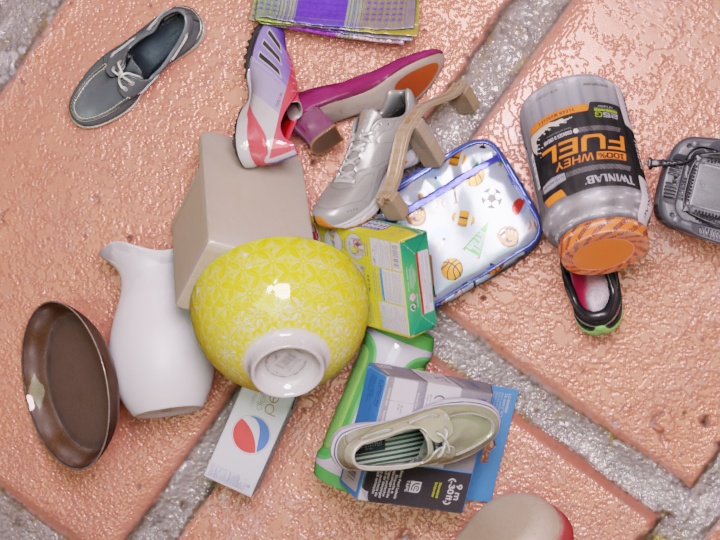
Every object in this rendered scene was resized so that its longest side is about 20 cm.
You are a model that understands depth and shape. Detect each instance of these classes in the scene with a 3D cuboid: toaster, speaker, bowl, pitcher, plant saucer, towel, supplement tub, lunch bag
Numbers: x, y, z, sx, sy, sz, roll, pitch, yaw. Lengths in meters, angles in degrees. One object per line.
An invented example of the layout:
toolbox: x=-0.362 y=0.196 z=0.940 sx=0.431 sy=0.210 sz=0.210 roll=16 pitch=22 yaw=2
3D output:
toaster: x=0.406 y=-0.083 z=1.632 sx=0.199 sy=0.129 sz=0.114 roll=13 pitch=91 yaw=5
speaker: x=0.016 y=0.157 z=1.694 sx=0.088 sy=0.088 sz=0.200 roll=22 pitch=92 yaw=5
bowl: x=-0.082 y=0.072 z=1.572 sx=0.199 sy=0.108 sz=0.200 roll=-5 pitch=132 yaw=-6
pitcher: x=-0.212 y=0.065 z=1.711 sx=0.171 sy=0.121 sz=0.201 roll=-6 pitch=78 yaw=-9
plant saucer: x=-0.336 y=0.133 z=1.707 sx=0.200 sy=0.032 sz=0.201 roll=11 pitch=105 yaw=47
towel: x=-0.022 y=-0.340 z=1.706 sx=0.199 sy=0.023 sz=0.144 roll=8 pitch=72 yaw=5
supplement tub: x=0.249 y=-0.104 z=1.600 sx=0.122 sy=0.123 sz=0.200 roll=-12 pitch=61 yaw=6
lunch bag: x=0.100 y=-0.053 z=1.693 sx=0.200 sy=0.076 sz=0.161 roll=-30 pitch=85 yaw=4

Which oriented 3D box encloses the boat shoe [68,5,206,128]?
boat shoe: x=-0.273 y=-0.245 z=1.734 sx=0.200 sy=0.062 sz=0.073 roll=-38 pitch=87 yaw=5

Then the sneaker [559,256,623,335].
sneaker: x=0.259 y=-0.027 z=1.665 sx=0.077 sy=0.084 sz=0.201 roll=-17 pitch=79 yaw=6

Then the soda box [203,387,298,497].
soda box: x=-0.113 y=0.160 z=1.716 sx=0.064 sy=0.068 sz=0.200 roll=24 pitch=93 yaw=4

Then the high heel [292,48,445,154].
high heel: x=-0.001 y=-0.221 z=1.715 sx=0.200 sy=0.067 sz=0.096 roll=-31 pitch=53 yaw=-10

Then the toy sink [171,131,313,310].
toy sink: x=-0.138 y=-0.044 z=1.666 sx=0.130 sy=0.200 sz=0.112 roll=15 pitch=129 yaw=-23

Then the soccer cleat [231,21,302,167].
soccer cleat: x=-0.097 y=-0.207 z=1.684 sx=0.073 sy=0.068 sz=0.200 roll=-3 pitch=58 yaw=16

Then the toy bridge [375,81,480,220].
toy bridge: x=0.070 y=-0.145 z=1.651 sx=0.027 sy=0.067 sz=0.200 roll=3 pitch=49 yaw=42

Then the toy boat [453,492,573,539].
toy boat: x=0.172 y=0.358 z=1.676 sx=0.131 sy=0.131 sz=0.200 roll=38 pitch=95 yaw=-26

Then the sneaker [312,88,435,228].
sneaker: x=0.003 y=-0.131 z=1.653 sx=0.076 sy=0.092 sz=0.200 roll=13 pitch=50 yaw=37

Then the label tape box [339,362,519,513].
label tape box: x=0.091 y=0.194 z=1.650 sx=0.199 sy=0.063 sz=0.145 roll=11 pitch=96 yaw=-23

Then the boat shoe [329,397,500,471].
boat shoe: x=0.067 y=0.186 z=1.569 sx=0.199 sy=0.062 sz=0.072 roll=-11 pitch=103 yaw=-21

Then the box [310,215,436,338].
box: x=0.000 y=0.000 z=1.658 sx=0.200 sy=0.048 sz=0.118 roll=14 pitch=117 yaw=47
